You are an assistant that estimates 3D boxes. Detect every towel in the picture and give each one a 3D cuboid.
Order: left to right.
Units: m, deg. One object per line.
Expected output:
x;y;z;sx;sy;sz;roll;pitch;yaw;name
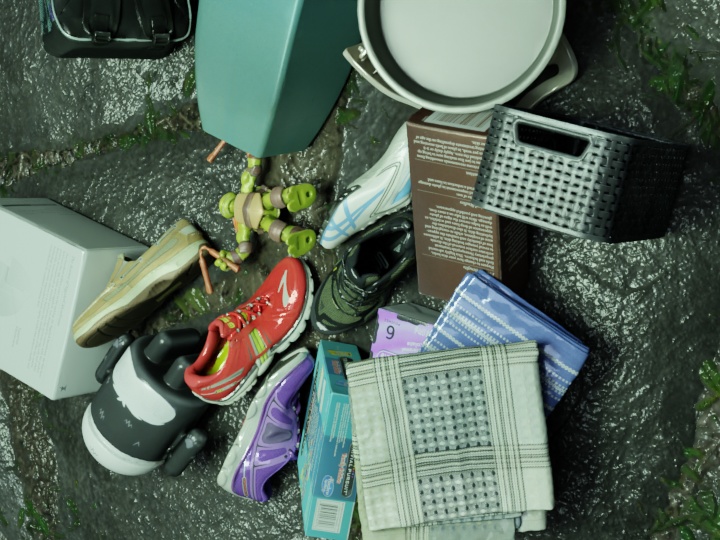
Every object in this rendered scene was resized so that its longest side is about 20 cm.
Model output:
0.087;0.174;1.110;0.191;0.035;0.201;-6;103;1;towel
0.118;0.116;1.143;0.144;0.024;0.201;35;107;10;towel

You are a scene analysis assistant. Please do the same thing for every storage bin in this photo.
0.205;-0.089;1.054;0.135;0.200;0.094;19;102;29;storage bin

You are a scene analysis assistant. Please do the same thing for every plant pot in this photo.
-0.098;-0.237;1.272;0.141;0.141;0.201;28;115;27;plant pot

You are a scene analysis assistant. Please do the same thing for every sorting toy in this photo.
0.120;-0.224;1.164;0.200;0.107;0.180;-43;84;16;sorting toy

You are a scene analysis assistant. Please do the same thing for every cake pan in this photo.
0.097;-0.251;1.093;0.199;0.037;0.201;2;98;15;cake pan

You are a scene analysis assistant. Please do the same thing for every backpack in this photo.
-0.299;-0.352;1.360;0.150;0.177;0.201;-6;90;62;backpack

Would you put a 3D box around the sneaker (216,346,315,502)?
-0.095;0.181;1.347;0.083;0.081;0.201;25;106;1;sneaker

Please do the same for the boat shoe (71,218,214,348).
-0.276;0.013;1.403;0.200;0.072;0.076;-37;76;-8;boat shoe

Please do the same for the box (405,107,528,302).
0.110;-0.064;1.146;0.100;0.075;0.201;15;126;29;box

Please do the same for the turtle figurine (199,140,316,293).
-0.118;-0.060;1.334;0.161;0.064;0.201;15;94;45;turtle figurine

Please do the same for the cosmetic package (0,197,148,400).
-0.402;0.031;1.483;0.199;0.123;0.200;24;106;29;cosmetic package

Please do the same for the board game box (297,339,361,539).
-0.029;0.175;1.228;0.047;0.200;0.152;10;101;-7;board game box

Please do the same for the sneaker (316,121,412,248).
0.023;-0.081;1.249;0.072;0.072;0.200;41;124;-8;sneaker

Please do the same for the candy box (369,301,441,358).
0.087;0.154;1.220;0.167;0.071;0.201;16;102;29;candy box

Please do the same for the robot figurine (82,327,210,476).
-0.256;0.160;1.405;0.200;0.124;0.151;-52;27;23;robot figurine

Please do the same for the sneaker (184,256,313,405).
-0.128;0.067;1.318;0.077;0.085;0.200;36;92;43;sneaker

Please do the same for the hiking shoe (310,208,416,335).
0.000;0.000;1.246;0.200;0.101;0.076;-45;70;26;hiking shoe
